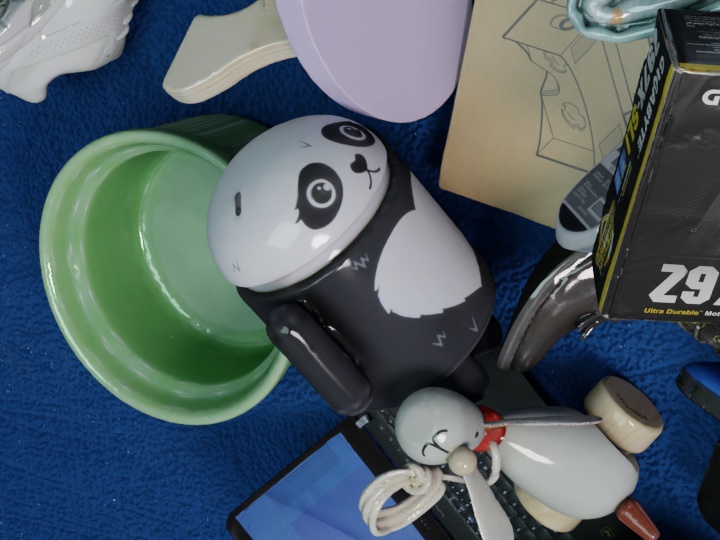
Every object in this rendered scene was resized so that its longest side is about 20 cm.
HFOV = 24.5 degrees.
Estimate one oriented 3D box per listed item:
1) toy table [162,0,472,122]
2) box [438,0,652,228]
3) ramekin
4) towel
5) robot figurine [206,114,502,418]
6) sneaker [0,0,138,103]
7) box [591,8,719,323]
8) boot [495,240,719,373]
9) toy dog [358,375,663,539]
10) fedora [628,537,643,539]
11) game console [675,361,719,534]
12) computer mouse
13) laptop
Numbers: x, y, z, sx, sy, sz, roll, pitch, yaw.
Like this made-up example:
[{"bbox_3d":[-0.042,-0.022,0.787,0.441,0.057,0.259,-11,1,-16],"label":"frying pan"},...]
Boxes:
[{"bbox_3d":[-0.028,-0.168,0.958,0.117,0.184,0.200,19,157,31],"label":"toy table"},{"bbox_3d":[0.137,-0.117,0.970,0.163,0.021,0.201,20,117,19],"label":"box"},{"bbox_3d":[-0.106,-0.008,1.103,0.199,0.098,0.201,10,113,26],"label":"ramekin"},{"bbox_3d":[0.208,-0.157,0.809,0.199,0.171,0.048,-12,97,19],"label":"towel"},{"bbox_3d":[0.001,0.000,0.966,0.125,0.150,0.200,-41,116,1],"label":"robot figurine"},{"bbox_3d":[-0.177,-0.188,1.098,0.200,0.099,0.078,-35,52,15],"label":"sneaker"},{"bbox_3d":[0.222,-0.042,0.787,0.199,0.049,0.160,3,136,-6],"label":"box"},{"bbox_3d":[0.192,0.028,0.950,0.174,0.069,0.200,38,114,-3],"label":"boot"},{"bbox_3d":[0.108,0.121,0.969,0.096,0.199,0.132,51,135,37],"label":"toy dog"},{"bbox_3d":[0.149,0.232,1.021,0.201,0.200,0.092,-52,59,33],"label":"fedora"},{"bbox_3d":[0.248,0.147,0.869,0.200,0.170,0.119,38,108,29],"label":"game console"},{"bbox_3d":[0.188,-0.070,0.868,0.200,0.110,0.044,-41,113,8],"label":"computer mouse"},{"bbox_3d":[0.046,0.164,1.079,0.200,0.103,0.177,-41,87,34],"label":"laptop"}]
